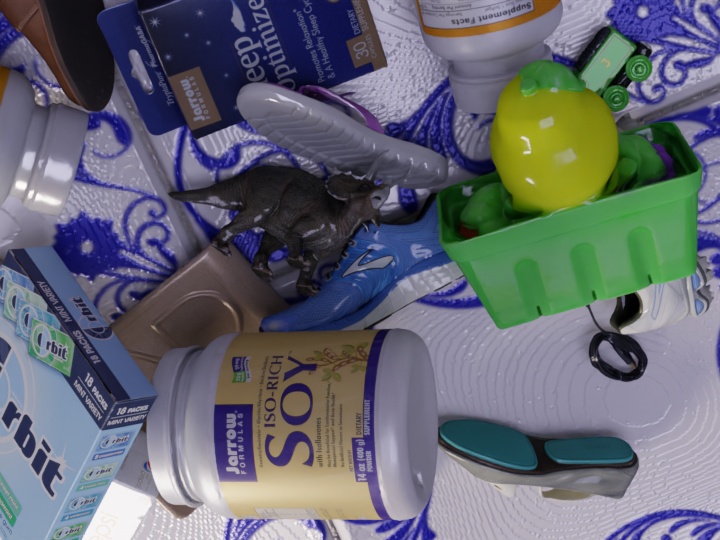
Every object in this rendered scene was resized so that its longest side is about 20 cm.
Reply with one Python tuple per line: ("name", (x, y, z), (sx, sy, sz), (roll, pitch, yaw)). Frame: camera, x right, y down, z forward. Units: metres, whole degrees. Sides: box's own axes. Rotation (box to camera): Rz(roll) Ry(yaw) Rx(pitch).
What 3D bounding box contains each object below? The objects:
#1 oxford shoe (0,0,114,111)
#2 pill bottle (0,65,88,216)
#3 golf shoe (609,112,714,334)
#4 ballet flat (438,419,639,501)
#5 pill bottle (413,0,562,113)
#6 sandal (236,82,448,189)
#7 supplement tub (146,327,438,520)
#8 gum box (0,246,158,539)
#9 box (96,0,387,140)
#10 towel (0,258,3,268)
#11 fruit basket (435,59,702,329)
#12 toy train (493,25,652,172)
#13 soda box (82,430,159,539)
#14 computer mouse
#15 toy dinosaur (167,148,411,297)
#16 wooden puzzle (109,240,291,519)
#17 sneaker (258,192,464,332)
("oxford shoe", (-0.245, -0.207, 1.029), (0.071, 0.071, 0.201), (-7, 122, 27))
("pill bottle", (-0.310, -0.107, 1.025), (0.199, 0.113, 0.113), (17, 110, -17))
("golf shoe", (0.233, -0.031, 1.167), (0.097, 0.078, 0.201), (-26, 116, -8))
("ballet flat", (0.158, 0.182, 1.265), (0.199, 0.067, 0.064), (7, 120, -13))
("pill bottle", (0.092, -0.226, 1.041), (0.111, 0.111, 0.201), (-16, 116, -2))
("sandal", (-0.014, -0.115, 1.096), (0.202, 0.082, 0.050), (23, 68, -38))
("supplement tub", (-0.049, 0.118, 1.061), (0.199, 0.146, 0.146), (-2, 116, 13))
("gum box", (-0.253, 0.111, 1.088), (0.044, 0.170, 0.200), (-6, 136, -46))
("box", (-0.089, -0.178, 1.065), (0.199, 0.032, 0.121), (-20, 128, 1))
("towel", (-0.380, 0.042, 1.124), (0.200, 0.035, 0.132), (-43, 113, 11))
("fruit basket", (0.150, -0.075, 1.047), (0.215, 0.156, 0.217), (1, 112, 1))
("toy train", (0.166, -0.114, 1.147), (0.056, 0.042, 0.200), (34, 105, -12))
("soda box", (-0.231, 0.217, 1.177), (0.068, 0.064, 0.200), (26, 127, -10))
("computer mouse", (0.197, 0.029, 1.225), (0.059, 0.034, 0.200), (-43, 121, -11))
("toy dinosaur", (-0.057, -0.045, 1.112), (0.103, 0.199, 0.077), (-65, 148, -23))
("wooden puzzle", (-0.138, 0.092, 1.186), (0.200, 0.046, 0.185), (-40, 115, 4))
("sneaker", (0.000, 0.000, 1.152), (0.200, 0.079, 0.089), (-29, 93, -11))
